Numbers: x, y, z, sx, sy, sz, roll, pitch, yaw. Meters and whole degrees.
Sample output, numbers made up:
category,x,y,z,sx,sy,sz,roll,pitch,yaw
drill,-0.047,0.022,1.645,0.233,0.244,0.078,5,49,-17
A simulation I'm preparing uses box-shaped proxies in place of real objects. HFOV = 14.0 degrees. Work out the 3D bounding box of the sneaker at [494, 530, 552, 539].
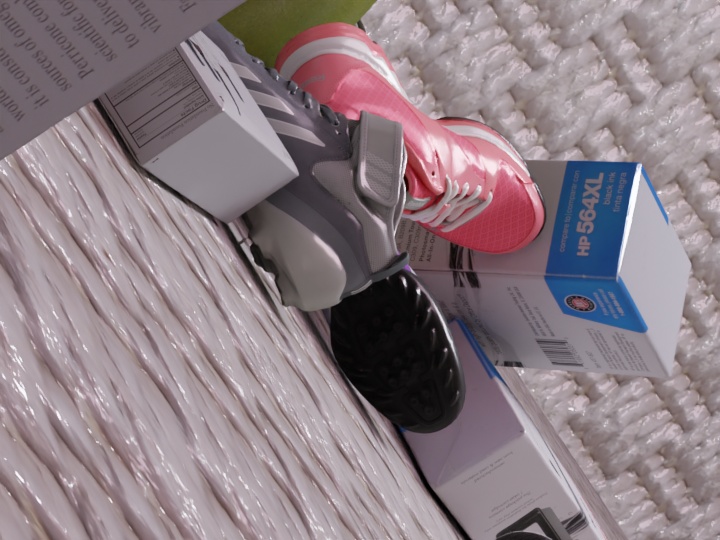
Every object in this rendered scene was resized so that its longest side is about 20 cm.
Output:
category,x,y,z,sx,sy,sz,roll,pitch,yaw
sneaker,0.139,0.225,1.574,0.201,0.076,0.115,56,5,9

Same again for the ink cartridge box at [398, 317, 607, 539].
category,x,y,z,sx,sy,sz,roll,pitch,yaw
ink cartridge box,0.093,0.136,1.792,0.200,0.068,0.116,55,5,-42

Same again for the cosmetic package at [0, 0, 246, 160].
category,x,y,z,sx,sy,sz,roll,pitch,yaw
cosmetic package,-0.063,-0.088,0.524,0.071,0.200,0.101,59,4,34

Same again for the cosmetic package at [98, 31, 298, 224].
category,x,y,z,sx,sy,sz,roll,pitch,yaw
cosmetic package,-0.084,-0.080,1.393,0.083,0.051,0.200,59,4,9

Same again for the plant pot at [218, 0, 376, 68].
category,x,y,z,sx,sy,sz,roll,pitch,yaw
plant pot,-0.051,-0.199,1.663,0.187,0.200,0.187,57,4,-6

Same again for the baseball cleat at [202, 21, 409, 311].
category,x,y,z,sx,sy,sz,roll,pitch,yaw
baseball cleat,-0.040,-0.077,1.530,0.200,0.106,0.070,63,-9,9

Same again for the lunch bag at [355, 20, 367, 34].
category,x,y,z,sx,sy,sz,roll,pitch,yaw
lunch bag,-0.078,-0.184,1.887,0.164,0.118,0.200,58,-2,16

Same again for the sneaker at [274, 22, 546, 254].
category,x,y,z,sx,sy,sz,roll,pitch,yaw
sneaker,0.029,-0.052,1.637,0.200,0.074,0.087,35,28,-33

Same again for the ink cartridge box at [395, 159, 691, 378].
category,x,y,z,sx,sy,sz,roll,pitch,yaw
ink cartridge box,0.085,-0.004,1.788,0.146,0.200,0.084,54,44,-59

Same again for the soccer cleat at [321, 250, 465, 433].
category,x,y,z,sx,sy,sz,roll,pitch,yaw
soccer cleat,0.000,0.000,1.643,0.200,0.068,0.073,54,19,5
